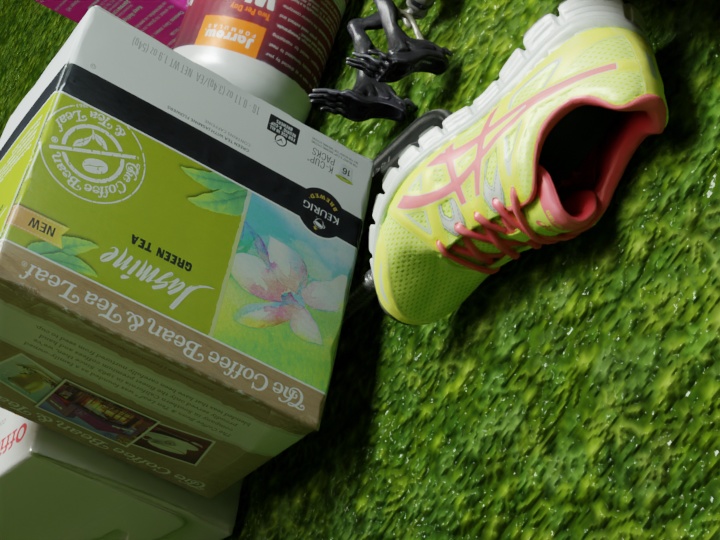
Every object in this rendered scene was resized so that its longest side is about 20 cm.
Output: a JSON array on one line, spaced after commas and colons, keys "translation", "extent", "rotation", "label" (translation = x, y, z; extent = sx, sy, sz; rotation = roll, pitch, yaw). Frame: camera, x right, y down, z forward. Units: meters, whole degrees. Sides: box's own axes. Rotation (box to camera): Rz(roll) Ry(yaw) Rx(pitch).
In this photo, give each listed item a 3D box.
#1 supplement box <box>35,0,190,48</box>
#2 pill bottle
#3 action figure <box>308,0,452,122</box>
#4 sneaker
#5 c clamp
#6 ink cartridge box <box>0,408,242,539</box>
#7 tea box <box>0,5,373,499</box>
[{"translation": [-0.151, -0.231, 1.170], "extent": [0.103, 0.200, 0.101], "rotation": [-21, 50, 53], "label": "supplement box"}, {"translation": [-0.077, -0.164, 1.077], "extent": [0.110, 0.109, 0.200], "rotation": [-11, 57, 58], "label": "pill bottle"}, {"translation": [0.018, -0.202, 0.950], "extent": [0.119, 0.102, 0.200], "rotation": [138, 147, -58], "label": "action figure"}, {"translation": [0.075, -0.039, 0.727], "extent": [0.200, 0.078, 0.090], "rotation": [-53, 35, 26], "label": "sneaker"}, {"translation": [0.000, 0.000, 0.891], "extent": [0.200, 0.027, 0.171], "rotation": [-45, 27, 36], "label": "c clamp"}, {"translation": [-0.161, 0.079, 0.972], "extent": [0.147, 0.145, 0.200], "rotation": [-35, 38, 46], "label": "ink cartridge box"}, {"translation": [-0.120, -0.006, 0.857], "extent": [0.134, 0.200, 0.197], "rotation": [-37, 33, 48], "label": "tea box"}]
